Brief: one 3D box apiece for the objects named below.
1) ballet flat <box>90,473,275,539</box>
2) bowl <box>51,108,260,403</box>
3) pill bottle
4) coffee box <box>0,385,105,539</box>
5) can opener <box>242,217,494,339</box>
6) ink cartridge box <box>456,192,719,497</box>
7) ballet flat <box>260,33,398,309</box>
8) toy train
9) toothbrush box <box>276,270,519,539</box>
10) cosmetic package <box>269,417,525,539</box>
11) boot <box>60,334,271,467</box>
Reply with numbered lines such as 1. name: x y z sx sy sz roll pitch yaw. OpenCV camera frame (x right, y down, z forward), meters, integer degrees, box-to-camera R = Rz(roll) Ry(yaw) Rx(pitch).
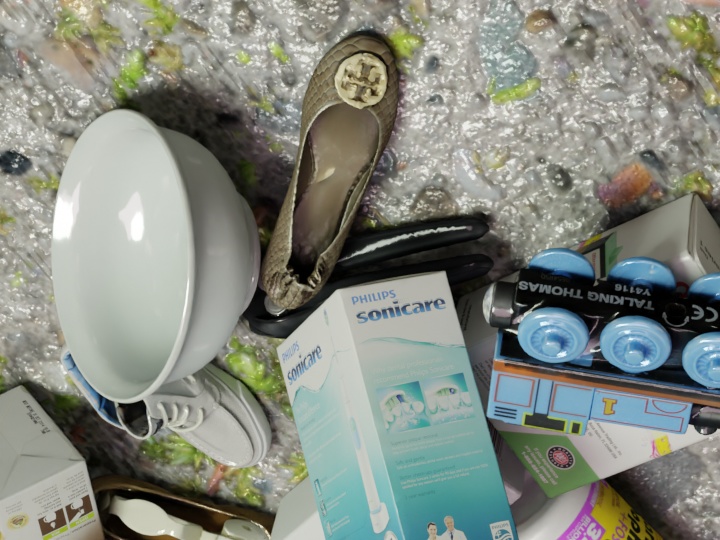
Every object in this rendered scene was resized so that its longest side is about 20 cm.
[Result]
1. ballet flat: -0.132 0.210 1.590 0.200 0.072 0.068 21 83 1
2. bowl: -0.132 -0.011 1.391 0.090 0.201 0.201 -1 137 -36
3. pill bottle: 0.188 0.234 1.524 0.104 0.104 0.200 -33 114 30
4. coffee box: -0.257 0.208 1.577 0.080 0.114 0.200 -26 131 -22
5. can opener: 0.000 0.000 1.430 0.200 0.079 0.063 -19 81 20
6. ink cartridge box: 0.184 0.055 1.405 0.200 0.084 0.145 -25 116 27
7. ballet flat: -0.022 -0.063 1.356 0.067 0.046 0.200 17 109 -14
8. toy train: 0.177 0.054 1.306 0.200 0.087 0.114 8 133 5
9. toothbrush box: 0.022 0.119 1.370 0.085 0.200 0.146 -10 165 -22
10. cosmetic package: 0.028 0.175 1.535 0.101 0.071 0.200 36 126 -14
11. boot: -0.150 0.101 1.504 0.074 0.096 0.200 -32 114 30
